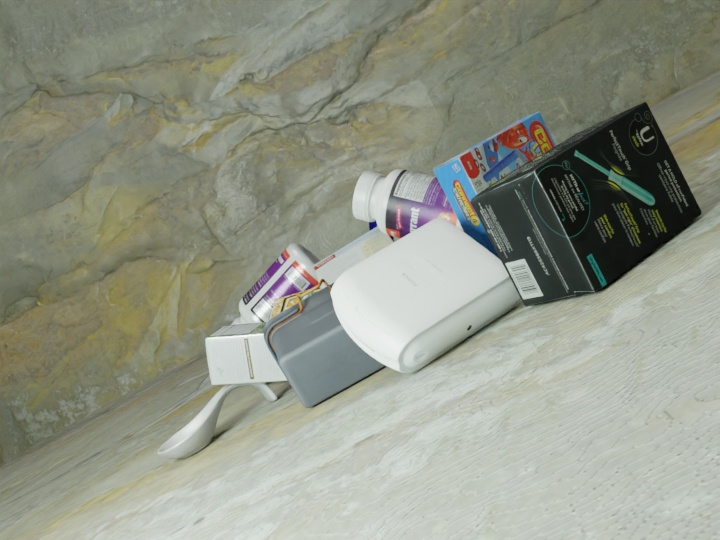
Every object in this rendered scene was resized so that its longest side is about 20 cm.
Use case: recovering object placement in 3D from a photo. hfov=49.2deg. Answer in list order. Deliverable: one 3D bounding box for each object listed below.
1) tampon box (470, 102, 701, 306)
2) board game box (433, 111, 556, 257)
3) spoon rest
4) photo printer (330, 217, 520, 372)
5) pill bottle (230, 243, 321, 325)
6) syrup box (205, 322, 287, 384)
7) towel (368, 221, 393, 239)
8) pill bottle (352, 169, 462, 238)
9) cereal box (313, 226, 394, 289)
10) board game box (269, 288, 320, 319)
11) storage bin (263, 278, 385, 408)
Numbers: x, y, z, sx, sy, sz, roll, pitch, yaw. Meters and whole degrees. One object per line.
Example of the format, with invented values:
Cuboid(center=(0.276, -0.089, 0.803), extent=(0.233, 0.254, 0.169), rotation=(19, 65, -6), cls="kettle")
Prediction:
Cuboid(center=(0.261, -0.075, 0.914), extent=(0.199, 0.151, 0.126), rotation=(-30, 5, -27), cls="tampon box")
Cuboid(center=(0.224, -0.097, 1.114), extent=(0.195, 0.201, 0.056), rotation=(-32, 7, -36), cls="board game box")
Cuboid(center=(-0.229, 0.227, 1.226), extent=(0.199, 0.061, 0.099), rotation=(-30, 4, -25), cls="spoon rest")
Cuboid(center=(0.072, 0.031, 0.978), extent=(0.199, 0.070, 0.166), rotation=(-30, 45, -18), cls="photo printer")
Cuboid(center=(-0.149, 0.054, 1.470), extent=(0.200, 0.112, 0.112), rotation=(-47, 2, 6), cls="pill bottle")
Cuboid(center=(-0.132, 0.126, 1.228), extent=(0.198, 0.082, 0.079), rotation=(-4, 10, 13), cls="syrup box")
Cuboid(center=(0.038, -0.045, 1.471), extent=(0.049, 0.202, 0.148), rotation=(-3, -1, 2), cls="towel")
Cuboid(center=(0.092, -0.103, 1.290), extent=(0.199, 0.112, 0.111), rotation=(15, 22, 20), cls="pill bottle")
Cuboid(center=(0.000, 0.000, 1.294), extent=(0.143, 0.040, 0.200), rotation=(-31, 20, 2), cls="cereal box")
Cuboid(center=(-0.061, 0.082, 1.325), extent=(0.198, 0.047, 0.152), rotation=(-16, 30, 15), cls="board game box")
Cuboid(center=(-0.034, 0.092, 1.094), extent=(0.199, 0.146, 0.134), rotation=(-29, 14, 0), cls="storage bin")
